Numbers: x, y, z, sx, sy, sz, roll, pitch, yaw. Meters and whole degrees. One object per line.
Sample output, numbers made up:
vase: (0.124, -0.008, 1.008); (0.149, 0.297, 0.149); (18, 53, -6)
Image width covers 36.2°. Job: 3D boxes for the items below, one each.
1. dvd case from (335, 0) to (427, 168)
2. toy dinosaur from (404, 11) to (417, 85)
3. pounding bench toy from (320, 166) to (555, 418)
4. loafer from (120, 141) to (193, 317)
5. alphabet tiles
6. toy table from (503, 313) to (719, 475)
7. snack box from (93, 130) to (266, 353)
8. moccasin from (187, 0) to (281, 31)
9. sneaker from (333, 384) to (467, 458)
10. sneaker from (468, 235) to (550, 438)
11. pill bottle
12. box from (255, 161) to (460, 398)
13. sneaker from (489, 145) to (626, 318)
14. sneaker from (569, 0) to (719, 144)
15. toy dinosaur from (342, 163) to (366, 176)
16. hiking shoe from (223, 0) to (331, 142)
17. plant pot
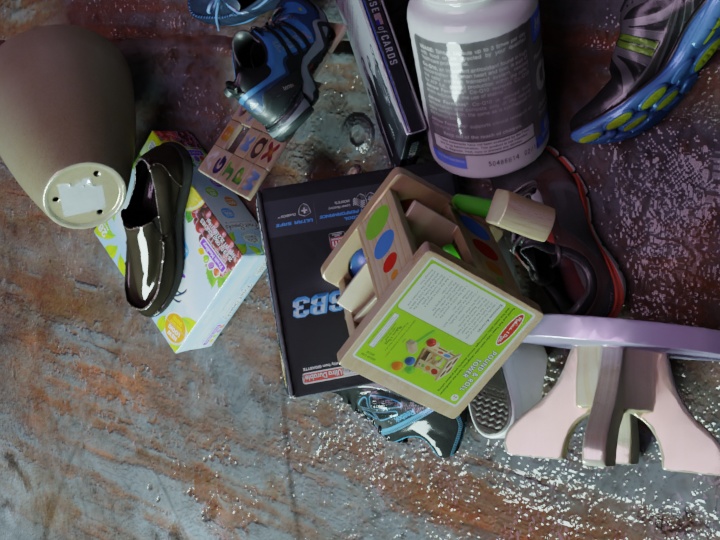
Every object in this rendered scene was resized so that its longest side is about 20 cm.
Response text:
dvd case: (0.016, -0.204, 1.059); (0.024, 0.150, 0.203); (-17, 82, -5)
toy dinosaur: (0.084, -0.250, 1.045); (0.102, 0.076, 0.202); (48, 134, 31)
pounding bench toy: (0.075, -0.015, 0.932); (0.201, 0.123, 0.157); (-52, 27, 23)
loafer: (-0.242, -0.045, 1.232); (0.072, 0.071, 0.203); (17, 105, 34)
alphabet tiles: (-0.088, -0.173, 1.137); (0.201, 0.008, 0.167); (-57, 29, -2)
toy table: (0.212, 0.104, 0.923); (0.198, 0.183, 0.119); (1, 81, 34)
snack box: (-0.210, -0.035, 1.296); (0.201, 0.067, 0.169); (53, 123, 22)
moccasin: (-0.124, -0.317, 1.192); (0.198, 0.068, 0.082); (-10, 90, 39)
sneaker: (0.021, 0.135, 1.131); (0.198, 0.073, 0.083); (11, 104, 38)
sneaker: (0.132, 0.055, 1.034); (0.072, 0.084, 0.203); (-15, 75, 42)
pill bottle: (0.101, -0.192, 0.948); (0.113, 0.114, 0.202); (22, 141, 34)
box: (0.009, 0.008, 1.062); (0.050, 0.197, 0.202); (158, 103, -81)
sneaker: (0.165, -0.041, 0.987); (0.077, 0.081, 0.201); (-43, 67, 33)
sneaker: (0.244, -0.189, 0.921); (0.083, 0.070, 0.200); (49, 117, 28)
toy dinosaur: (0.000, 0.000, 1.105); (0.047, 0.087, 0.203); (164, 115, -74)
hiking shoe: (-0.082, -0.220, 1.079); (0.074, 0.086, 0.202); (-36, 35, 30)
plant pot: (-0.334, -0.147, 1.267); (0.188, 0.185, 0.201); (-55, 42, 29)
